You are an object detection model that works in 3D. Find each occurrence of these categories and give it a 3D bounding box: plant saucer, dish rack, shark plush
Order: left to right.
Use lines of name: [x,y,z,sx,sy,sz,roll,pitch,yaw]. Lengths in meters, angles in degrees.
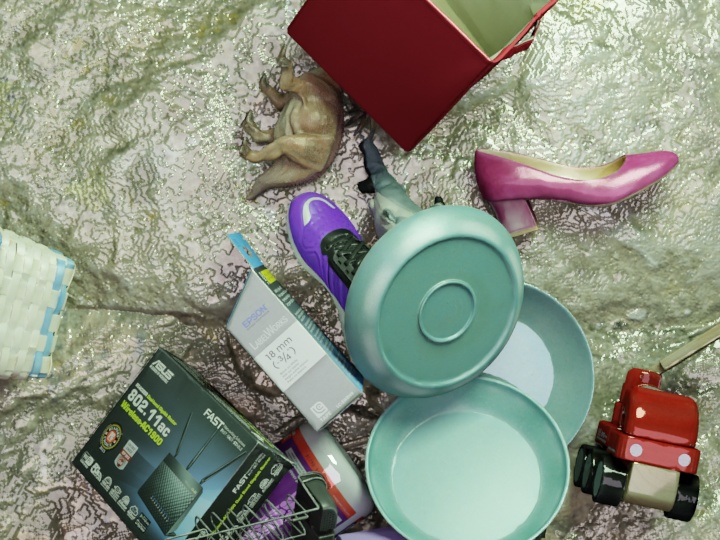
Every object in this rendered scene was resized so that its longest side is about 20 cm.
dish rack: [-0.115,0.279,1.492,0.199,0.055,0.154,-10,122,-30]
shark plush: [0.056,-0.045,1.631,0.083,0.091,0.200,-26,58,-22]
plant saucer: [0.078,0.036,1.546,0.200,0.027,0.201,-11,115,-24]
plant saucer: [0.104,0.197,1.569,0.199,0.036,0.200,0,55,0]
plant saucer: [0.138,0.108,1.645,0.200,0.039,0.202,0,91,-2]

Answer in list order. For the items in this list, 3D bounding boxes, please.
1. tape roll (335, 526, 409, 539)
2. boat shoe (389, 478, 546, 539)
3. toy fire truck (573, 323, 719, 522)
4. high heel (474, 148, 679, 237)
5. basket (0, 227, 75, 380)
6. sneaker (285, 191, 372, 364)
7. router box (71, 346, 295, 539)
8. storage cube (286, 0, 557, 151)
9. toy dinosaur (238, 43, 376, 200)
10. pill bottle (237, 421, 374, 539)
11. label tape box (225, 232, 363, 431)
tape roll: [0.024,0.352,1.557,0.065,0.200,0.201,-9,91,-7]
boat shoe: [0.102,0.235,1.629,0.200,0.075,0.062,23,88,-8]
toy fire truck: [0.301,0.135,1.580,0.128,0.176,0.201,12,89,-1]
high heel: [0.218,-0.109,1.632,0.199,0.067,0.096,-19,101,12]
basket: [-0.395,0.028,1.572,0.200,0.139,0.177,17,90,-32]
sneaker: [0.001,0.000,1.595,0.069,0.100,0.200,-26,83,-28]
router box: [-0.177,0.188,1.569,0.150,0.200,0.062,-53,136,-1]
storage cube: [0.067,-0.259,1.541,0.200,0.180,0.171,44,55,-1]
toy dinosaur: [-0.044,-0.146,1.620,0.135,0.086,0.200,22,97,-13]
pill bottle: [-0.092,0.247,1.604,0.200,0.112,0.113,-35,91,-1]
label tape box: [-0.083,0.058,1.588,0.063,0.144,0.200,-41,91,2]
